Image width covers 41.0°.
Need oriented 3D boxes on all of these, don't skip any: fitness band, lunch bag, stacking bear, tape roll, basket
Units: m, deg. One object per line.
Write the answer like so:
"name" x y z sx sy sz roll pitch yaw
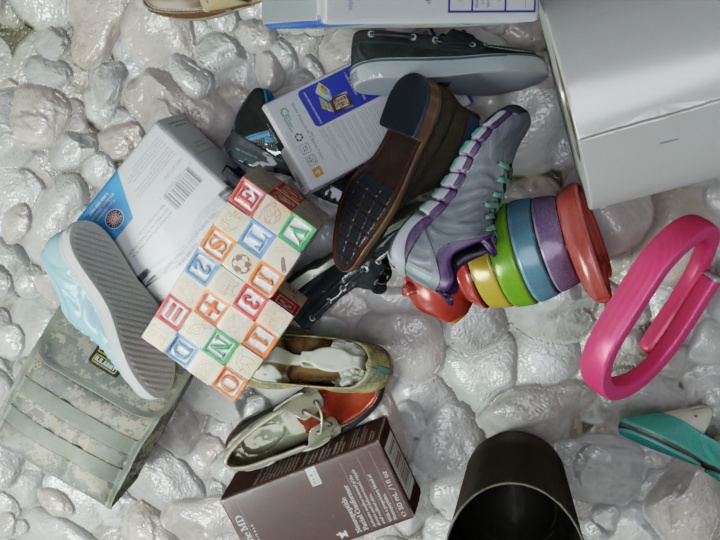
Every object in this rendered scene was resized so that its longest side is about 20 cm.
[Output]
"fitness band" 0.290 0.039 0.946 0.037 0.143 0.201 38 108 36
"lunch bag" -0.285 0.130 1.065 0.164 0.118 0.201 30 100 0
"stacking bear" 0.140 -0.006 0.976 0.199 0.121 0.114 -18 103 20
"tape roll" 0.251 -0.168 0.868 0.139 0.203 0.204 -14 101 11
"basket" 0.159 0.257 0.984 0.135 0.200 0.181 -6 102 10

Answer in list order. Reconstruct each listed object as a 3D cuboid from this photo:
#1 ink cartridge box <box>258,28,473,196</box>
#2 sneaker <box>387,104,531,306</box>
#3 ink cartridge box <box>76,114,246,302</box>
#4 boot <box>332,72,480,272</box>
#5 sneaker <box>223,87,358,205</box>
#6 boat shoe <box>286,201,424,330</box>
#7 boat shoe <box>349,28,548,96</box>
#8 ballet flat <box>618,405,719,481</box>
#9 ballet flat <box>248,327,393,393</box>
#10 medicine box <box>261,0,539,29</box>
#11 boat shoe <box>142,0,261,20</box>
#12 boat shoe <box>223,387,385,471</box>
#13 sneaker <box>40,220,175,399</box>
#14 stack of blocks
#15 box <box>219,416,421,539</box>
"ink cartridge box" 0.007 -0.161 0.960 0.199 0.037 0.095 -30 90 -15
"sneaker" 0.117 -0.061 0.923 0.087 0.074 0.200 37 88 24
"ink cartridge box" -0.172 -0.042 1.019 0.200 0.086 0.146 42 107 -5
"boot" 0.048 -0.082 0.933 0.075 0.097 0.201 40 110 43
"sneaker" -0.039 -0.121 0.989 0.199 0.073 0.082 22 101 0
"boat shoe" -0.001 0.001 1.012 0.199 0.075 0.066 -32 99 15
"boat shoe" 0.087 -0.207 0.937 0.199 0.069 0.057 -3 81 -12
"ballet flat" 0.369 0.183 1.014 0.199 0.067 0.071 28 82 1
"ballet flat" -0.065 0.095 1.031 0.199 0.071 0.071 3 104 19
"medicine box" 0.029 -0.267 0.850 0.199 0.182 0.103 -5 104 -20
"boat shoe" -0.125 -0.295 0.957 0.199 0.074 0.076 -8 102 10
"boat shoe" -0.063 0.166 1.067 0.199 0.063 0.071 -26 97 12
"sneaker" -0.264 0.046 1.003 0.082 0.074 0.201 -18 100 38
"stack of blocks" -0.112 0.014 0.949 0.115 0.059 0.200 35 108 -1
"box" -0.044 0.251 1.080 0.199 0.075 0.100 -24 99 15
